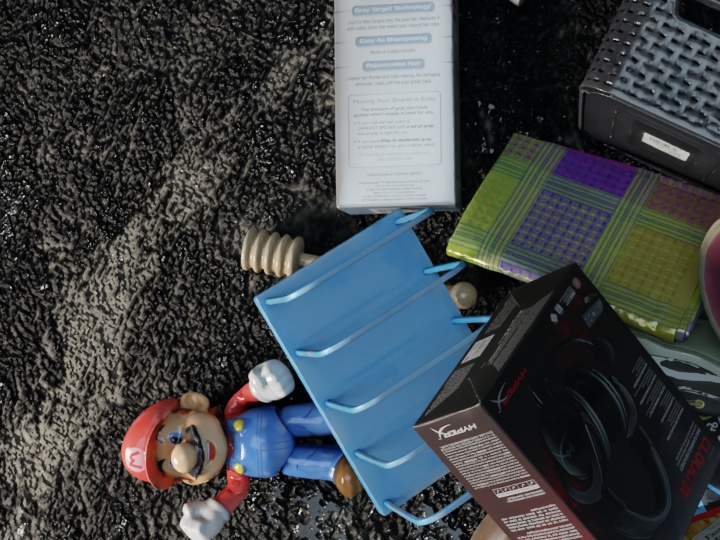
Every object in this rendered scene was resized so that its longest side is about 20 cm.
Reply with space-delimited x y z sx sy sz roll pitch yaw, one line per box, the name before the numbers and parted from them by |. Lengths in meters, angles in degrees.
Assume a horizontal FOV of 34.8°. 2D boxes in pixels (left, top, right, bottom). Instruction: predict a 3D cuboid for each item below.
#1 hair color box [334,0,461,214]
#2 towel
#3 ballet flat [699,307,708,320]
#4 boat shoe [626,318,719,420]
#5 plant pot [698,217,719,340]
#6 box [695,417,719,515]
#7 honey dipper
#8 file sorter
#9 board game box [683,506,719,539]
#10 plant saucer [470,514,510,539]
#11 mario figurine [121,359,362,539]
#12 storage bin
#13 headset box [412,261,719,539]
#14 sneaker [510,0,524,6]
hair color box | 0.031 -0.150 0.945 0.098 0.061 0.202 -1 88 10
towel | 0.181 -0.028 0.880 0.199 0.023 0.144 21 57 20
ballet flat | 0.239 0.008 0.898 0.198 0.071 0.071 0 87 11
boat shoe | 0.248 0.074 0.855 0.200 0.072 0.061 18 123 10
plant pot | 0.340 -0.006 0.777 0.178 0.200 0.201 -20 83 -22
box | 0.236 0.161 0.883 0.199 0.036 0.144 -23 77 -1
honey dipper | 0.000 0.000 0.958 0.198 0.038 0.038 11 89 8
file sorter | 0.037 0.068 0.864 0.138 0.123 0.201 -31 94 -14
board game box | 0.247 0.257 0.840 0.199 0.046 0.152 -20 114 -2
plant saucer | 0.175 0.265 0.914 0.199 0.032 0.202 -1 86 11
mario figurine | -0.097 0.148 0.930 0.198 0.106 0.124 -3 58 4
storage bin | 0.239 -0.128 0.832 0.135 0.200 0.094 27 93 11
headset box | 0.153 0.122 0.784 0.200 0.077 0.149 49 52 -9
sneaker | 0.132 -0.331 0.927 0.115 0.074 0.201 32 95 7
